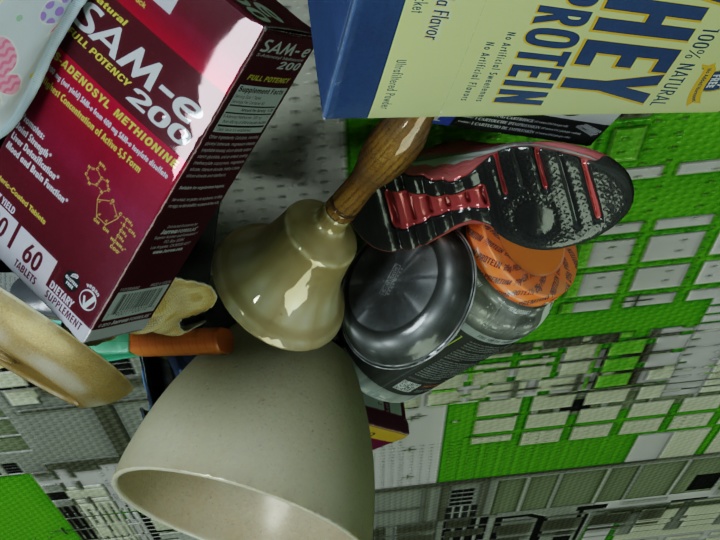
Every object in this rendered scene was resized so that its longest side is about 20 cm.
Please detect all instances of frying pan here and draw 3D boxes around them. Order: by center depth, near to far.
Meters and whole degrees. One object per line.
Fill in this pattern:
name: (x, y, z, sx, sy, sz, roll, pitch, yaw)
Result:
frying pan: (0.013, -0.011, 0.981, 0.115, 0.191, 0.031, -43, 141, 10)

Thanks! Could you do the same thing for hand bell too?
hand bell: (-0.010, -0.045, 0.872, 0.103, 0.105, 0.200, 9, 141, -30)

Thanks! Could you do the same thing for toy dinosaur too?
toy dinosaur: (-0.142, 0.023, 0.865, 0.100, 0.059, 0.201, -3, 157, -6)

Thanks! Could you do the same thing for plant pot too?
plant pot: (-0.224, 0.028, 0.792, 0.198, 0.028, 0.200, 28, 165, 8)

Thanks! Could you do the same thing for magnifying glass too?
magnifying glass: (-0.184, 0.057, 1.009, 0.197, 0.023, 0.079, -6, 168, 26)

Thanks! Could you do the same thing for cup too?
cup: (-0.072, 0.123, 1.017, 0.197, 0.145, 0.201, 13, 155, 6)

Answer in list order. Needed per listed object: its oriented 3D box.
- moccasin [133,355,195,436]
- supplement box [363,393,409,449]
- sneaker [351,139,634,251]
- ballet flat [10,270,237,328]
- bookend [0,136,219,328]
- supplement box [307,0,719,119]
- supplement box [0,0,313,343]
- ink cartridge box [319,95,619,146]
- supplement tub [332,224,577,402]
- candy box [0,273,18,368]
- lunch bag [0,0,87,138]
moccasin: (-0.159, 0.115, 1.125, 0.080, 0.203, 0.068, -6, -166, 35)
supplement box: (-0.066, 0.109, 1.197, 0.199, 0.133, 0.103, -25, 151, 35)
sneaker: (0.090, -0.065, 0.917, 0.197, 0.087, 0.075, -1, 119, 24)
ballet flat: (-0.169, 0.007, 1.049, 0.197, 0.074, 0.073, 8, 152, -15)
bookend: (-0.197, -0.039, 0.903, 0.196, 0.093, 0.200, 0, 155, -9)
supplement box: (0.079, -0.181, 0.547, 0.197, 0.203, 0.135, -2, 156, -12)
supplement box: (-0.121, -0.074, 0.721, 0.201, 0.109, 0.061, -57, 161, 19)
ink cartridge box: (0.080, -0.131, 0.837, 0.197, 0.045, 0.094, 6, 150, -24)
supplement tub: (0.067, 0.015, 1.045, 0.121, 0.124, 0.199, 12, 150, -34)
candy box: (-0.345, 0.026, 1.043, 0.116, 0.057, 0.199, -21, 150, 26)
lunch bag: (-0.260, -0.125, 0.671, 0.198, 0.129, 0.169, -25, 156, 28)
